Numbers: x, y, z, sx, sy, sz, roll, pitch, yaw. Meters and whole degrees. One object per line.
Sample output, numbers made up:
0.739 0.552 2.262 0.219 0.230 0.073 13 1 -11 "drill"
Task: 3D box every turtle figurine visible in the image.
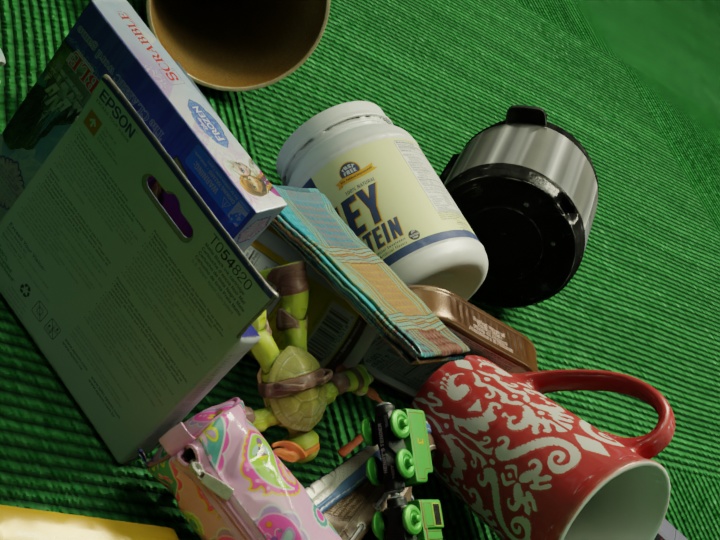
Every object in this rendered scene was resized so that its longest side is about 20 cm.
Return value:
-0.064 0.081 0.914 0.200 0.064 0.162 -16 92 -33 "turtle figurine"

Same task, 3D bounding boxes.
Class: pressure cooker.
0.176 -0.072 1.357 0.179 0.176 0.200 43 34 -9 "pressure cooker"

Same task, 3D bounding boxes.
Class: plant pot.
-0.142 -0.318 1.296 0.186 0.187 0.200 26 22 -28 "plant pot"

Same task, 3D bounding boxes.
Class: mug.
0.156 0.159 1.032 0.177 0.134 0.200 -20 36 -32 "mug"

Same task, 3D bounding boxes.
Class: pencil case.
-0.065 0.183 0.831 0.200 0.087 0.087 56 31 0 "pencil case"

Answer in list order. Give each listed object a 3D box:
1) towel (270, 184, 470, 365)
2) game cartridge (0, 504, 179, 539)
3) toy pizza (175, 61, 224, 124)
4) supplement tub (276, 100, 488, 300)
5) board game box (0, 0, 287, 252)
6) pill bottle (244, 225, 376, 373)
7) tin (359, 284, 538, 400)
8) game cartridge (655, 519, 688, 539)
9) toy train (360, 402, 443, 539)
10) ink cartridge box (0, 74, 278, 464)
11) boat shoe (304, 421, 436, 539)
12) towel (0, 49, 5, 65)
0.000 0.000 0.985 0.200 0.022 0.147 45 13 16 "towel"
-0.160 0.237 0.727 0.176 0.032 0.200 17 41 -38 "game cartridge"
-0.121 -0.100 1.093 0.200 0.032 0.200 55 -2 3 "toy pizza"
0.016 -0.048 1.167 0.145 0.145 0.200 1 51 -49 "supplement tub"
-0.178 -0.057 0.895 0.200 0.200 0.041 51 32 12 "board game box"
-0.086 0.010 1.011 0.200 0.109 0.109 35 32 -16 "pill bottle"
0.079 0.081 1.115 0.200 0.112 0.042 29 43 -32 "tin"
0.272 0.299 1.112 0.130 0.038 0.200 46 31 -7 "game cartridge"
0.038 0.197 0.904 0.056 0.042 0.201 13 64 -52 "toy train"
-0.160 0.001 0.846 0.200 0.200 0.041 52 32 12 "ink cartridge box"
0.003 0.184 0.957 0.200 0.072 0.072 -27 78 -48 "boat shoe"
-0.399 -0.227 0.987 0.171 0.048 0.200 -7 57 -54 "towel"
